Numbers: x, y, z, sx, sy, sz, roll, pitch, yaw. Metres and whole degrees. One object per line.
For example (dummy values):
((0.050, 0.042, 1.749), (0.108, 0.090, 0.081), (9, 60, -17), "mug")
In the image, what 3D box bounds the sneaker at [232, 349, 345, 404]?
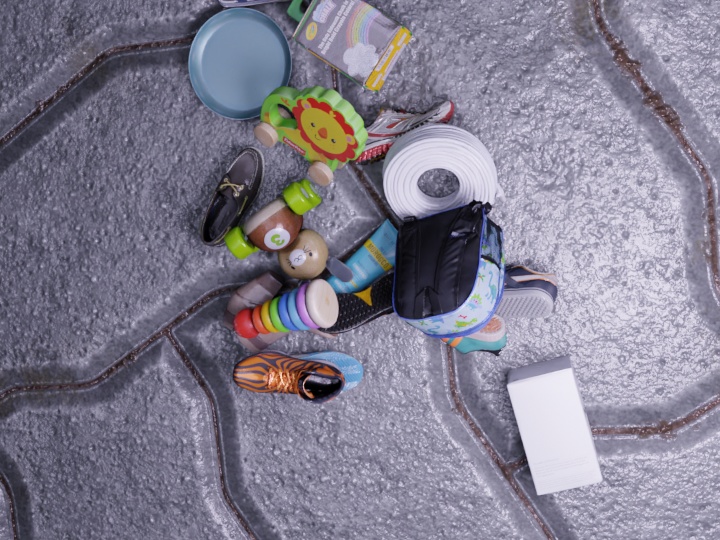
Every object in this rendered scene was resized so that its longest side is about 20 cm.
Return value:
((-0.123, 0.185, 1.568), (0.198, 0.112, 0.078), (1, 94, -8), "sneaker")

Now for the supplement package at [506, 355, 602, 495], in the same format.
((0.336, 0.266, 1.565), (0.117, 0.117, 0.201), (-16, 93, 13), "supplement package")

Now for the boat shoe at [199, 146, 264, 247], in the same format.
((-0.237, -0.135, 1.670), (0.071, 0.061, 0.202), (26, 100, 8), "boat shoe")

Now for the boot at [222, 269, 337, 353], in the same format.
((-0.157, 0.100, 1.681), (0.200, 0.070, 0.146), (42, 110, 3), "boot")

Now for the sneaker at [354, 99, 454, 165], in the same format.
((0.070, -0.258, 1.586), (0.199, 0.078, 0.083), (-21, 86, 11), "sneaker")

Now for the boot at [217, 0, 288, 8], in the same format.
((-0.175, -0.514, 1.602), (0.199, 0.090, 0.073), (-13, 93, 13), "boot")

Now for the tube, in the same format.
((0.000, 0.000, 1.646), (0.200, 0.050, 0.078), (-41, 95, 8), "tube")

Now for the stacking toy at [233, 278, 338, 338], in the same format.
((-0.141, 0.076, 1.596), (0.199, 0.085, 0.086), (-14, 93, 29), "stacking toy")

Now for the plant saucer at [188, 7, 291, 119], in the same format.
((-0.219, -0.379, 1.658), (0.199, 0.027, 0.202), (1, 97, 12), "plant saucer")

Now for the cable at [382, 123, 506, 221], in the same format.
((0.135, -0.152, 1.552), (0.199, 0.069, 0.201), (-13, 123, 19), "cable")

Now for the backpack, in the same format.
((0.153, 0.013, 1.503), (0.182, 0.147, 0.201), (-12, 55, 34), "backpack")

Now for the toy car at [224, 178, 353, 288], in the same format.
((-0.112, -0.034, 1.611), (0.164, 0.158, 0.200), (-36, 93, 12), "toy car")

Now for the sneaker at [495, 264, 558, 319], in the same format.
((0.254, 0.039, 1.584), (0.199, 0.080, 0.079), (1, 132, 34), "sneaker")

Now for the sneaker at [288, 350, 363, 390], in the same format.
((-0.095, 0.183, 1.670), (0.198, 0.081, 0.077), (1, 94, -8), "sneaker")

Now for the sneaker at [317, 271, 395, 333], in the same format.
((0.012, 0.067, 1.623), (0.199, 0.090, 0.070), (-23, 71, 9), "sneaker")

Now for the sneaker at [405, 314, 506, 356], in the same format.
((0.164, 0.108, 1.606), (0.199, 0.071, 0.080), (14, 137, 27), "sneaker")

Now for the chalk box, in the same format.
((-0.030, -0.419, 1.567), (0.199, 0.124, 0.125), (36, 103, 7), "chalk box")

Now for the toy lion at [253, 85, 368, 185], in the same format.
((-0.083, -0.252, 1.563), (0.199, 0.192, 0.069), (35, 59, 7), "toy lion")
